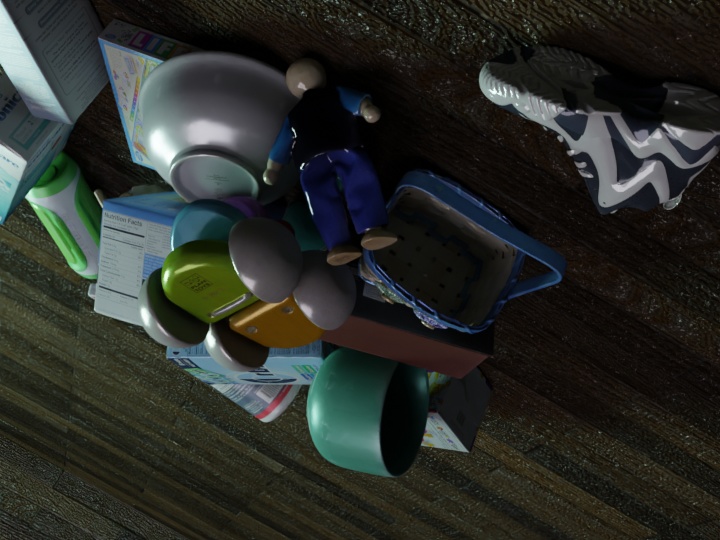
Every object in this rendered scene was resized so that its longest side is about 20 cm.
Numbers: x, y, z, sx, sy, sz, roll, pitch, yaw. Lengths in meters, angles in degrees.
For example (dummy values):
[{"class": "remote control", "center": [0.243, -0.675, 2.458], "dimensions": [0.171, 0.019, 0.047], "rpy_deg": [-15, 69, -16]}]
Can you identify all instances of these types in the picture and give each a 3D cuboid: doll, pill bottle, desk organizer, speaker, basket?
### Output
[{"class": "doll", "center": [-0.034, -0.109, 0.850], "dimensions": [0.136, 0.201, 0.048], "rpy_deg": [-23, 166, 26]}, {"class": "pill bottle", "center": [-0.189, 0.129, 1.373], "dimensions": [0.200, 0.120, 0.119], "rpy_deg": [37, 148, -14]}, {"class": "desk organizer", "center": [0.046, 0.056, 1.019], "dimensions": [0.199, 0.072, 0.077], "rpy_deg": [17, 147, -15]}, {"class": "speaker", "center": [-0.405, -0.076, 1.274], "dimensions": [0.088, 0.089, 0.201], "rpy_deg": [15, 147, 21]}, {"class": "basket", "center": [0.093, -0.019, 0.906], "dimensions": [0.176, 0.140, 0.200], "rpy_deg": [31, 156, -6]}]

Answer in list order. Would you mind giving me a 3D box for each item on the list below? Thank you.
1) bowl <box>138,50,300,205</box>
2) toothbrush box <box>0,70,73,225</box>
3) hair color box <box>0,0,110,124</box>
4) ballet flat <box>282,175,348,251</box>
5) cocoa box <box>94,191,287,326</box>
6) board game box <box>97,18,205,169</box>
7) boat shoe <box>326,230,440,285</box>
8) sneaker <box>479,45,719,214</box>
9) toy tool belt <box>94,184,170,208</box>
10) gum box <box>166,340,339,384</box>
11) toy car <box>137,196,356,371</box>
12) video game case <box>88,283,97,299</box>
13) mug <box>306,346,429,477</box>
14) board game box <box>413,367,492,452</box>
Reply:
[{"class": "bowl", "center": [-0.142, -0.123, 0.936], "dimensions": [0.200, 0.091, 0.202], "rpy_deg": [6, 147, 4]}, {"class": "toothbrush box", "center": [-0.410, -0.165, 1.086], "dimensions": [0.085, 0.147, 0.200], "rpy_deg": [35, 148, -13]}, {"class": "hair color box", "center": [-0.331, -0.259, 0.925], "dimensions": [0.060, 0.099, 0.201], "rpy_deg": [15, 147, 22]}, {"class": "ballet flat", "center": [-0.032, -0.079, 0.987], "dimensions": [0.072, 0.072, 0.200], "rpy_deg": [30, 150, -3]}, {"class": "cocoa box", "center": [-0.192, -0.017, 1.052], "dimensions": [0.133, 0.200, 0.132], "rpy_deg": [13, 104, 22]}, {"class": "board game box", "center": [-0.209, -0.177, 1.016], "dimensions": [0.134, 0.034, 0.200], "rpy_deg": [21, 149, 11]}, {"class": "boat shoe", "center": [0.001, -0.001, 1.075], "dimensions": [0.200, 0.070, 0.072], "rpy_deg": [10, 140, 22]}, {"class": "sneaker", "center": [0.190, -0.104, 0.758], "dimensions": [0.198, 0.080, 0.130], "rpy_deg": [12, 139, 7]}, {"class": "toy tool belt", "center": [-0.264, -0.037, 1.207], "dimensions": [0.123, 0.125, 0.200], "rpy_deg": [31, 170, 37]}, {"class": "gum box", "center": [-0.131, 0.114, 1.188], "dimensions": [0.198, 0.045, 0.170], "rpy_deg": [0, 162, 9]}, {"class": "toy car", "center": [-0.113, -0.001, 0.899], "dimensions": [0.174, 0.151, 0.200], "rpy_deg": [-27, 145, 27]}, {"class": "video game case", "center": [-0.236, 0.056, 1.178], "dimensions": [0.199, 0.018, 0.143], "rpy_deg": [10, 167, 6]}, {"class": "mug", "center": [0.010, 0.157, 1.109], "dimensions": [0.114, 0.185, 0.153], "rpy_deg": [4, 122, 25]}, {"class": "board game box", "center": [0.063, 0.171, 1.249], "dimensions": [0.199, 0.103, 0.105], "rpy_deg": [0, 142, 38]}]
